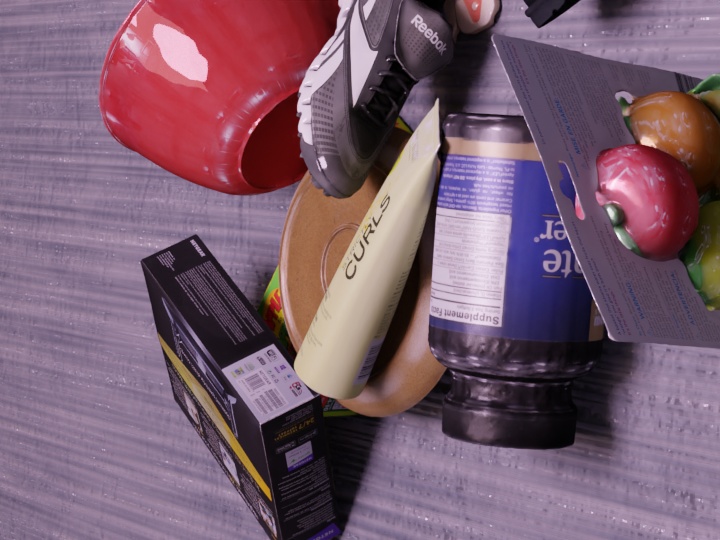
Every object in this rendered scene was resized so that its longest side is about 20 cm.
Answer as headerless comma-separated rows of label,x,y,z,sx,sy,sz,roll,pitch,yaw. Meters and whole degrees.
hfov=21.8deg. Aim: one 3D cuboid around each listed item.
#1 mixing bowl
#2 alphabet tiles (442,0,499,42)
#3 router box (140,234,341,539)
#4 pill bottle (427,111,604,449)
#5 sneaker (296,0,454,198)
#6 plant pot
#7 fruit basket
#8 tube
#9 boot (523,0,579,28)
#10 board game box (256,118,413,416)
mixing bowl,-0.075,-0.129,1.335,0.108,0.199,0.201,48,126,30
alphabet tiles,0.043,-0.252,1.323,0.199,0.014,0.198,-20,74,50
router box,-0.089,0.094,1.398,0.200,0.052,0.158,50,157,40
pill bottle,0.099,0.005,1.166,0.111,0.111,0.202,9,97,52
sneaker,0.017,-0.139,1.248,0.090,0.066,0.201,-14,46,39
plant pot,0.000,0.000,1.285,0.199,0.027,0.202,-2,87,52
fruit basket,0.162,-0.034,1.015,0.094,0.199,0.187,-42,58,42
tube,0.013,-0.011,1.209,0.058,0.052,0.201,44,122,35
boot,0.118,-0.271,1.123,0.168,0.076,0.200,45,122,7
board game box,-0.006,-0.003,1.352,0.102,0.047,0.201,52,127,39
